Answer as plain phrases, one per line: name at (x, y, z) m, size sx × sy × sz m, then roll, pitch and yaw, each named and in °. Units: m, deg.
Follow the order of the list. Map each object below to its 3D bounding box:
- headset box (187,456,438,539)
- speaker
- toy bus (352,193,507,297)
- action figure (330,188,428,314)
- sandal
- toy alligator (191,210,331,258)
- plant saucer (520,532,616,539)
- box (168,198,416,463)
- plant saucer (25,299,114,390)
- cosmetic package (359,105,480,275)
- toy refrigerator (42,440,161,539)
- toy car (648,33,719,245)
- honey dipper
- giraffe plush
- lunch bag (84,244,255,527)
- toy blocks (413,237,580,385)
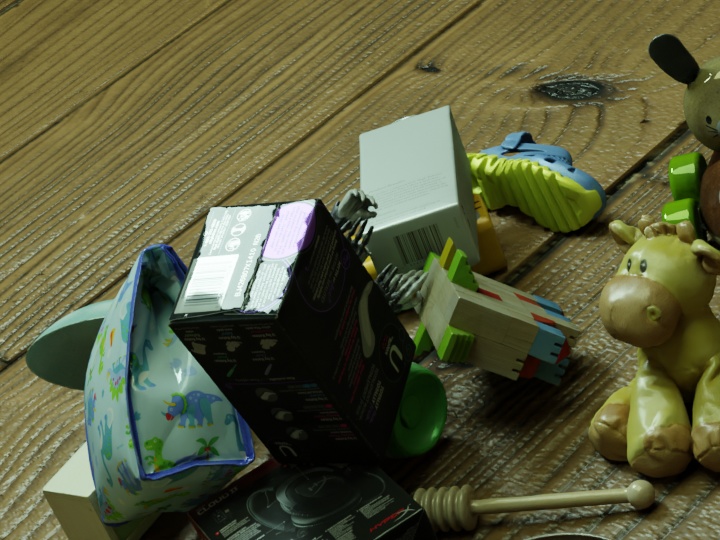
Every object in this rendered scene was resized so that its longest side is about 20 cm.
headset box at (-0.040, 0.218, 1.618) m, size 0.148 × 0.078 × 0.200 m, roll -31°, pitch 28°, yaw -14°
speaker at (-0.020, 0.113, 1.754) m, size 0.199 × 0.089 × 0.088 m, roll 7°, pitch 40°, yaw 43°
toy bus at (0.038, -0.006, 1.949) m, size 0.198 × 0.066 × 0.079 m, roll -22°, pitch 30°, yaw 3°
action figure at (0.000, 0.000, 1.759) m, size 0.102 × 0.119 × 0.200 m, roll -40°, pitch 5°, yaw -5°
sandal at (0.181, -0.097, 1.986) m, size 0.087 × 0.080 × 0.199 m, roll -32°, pitch 31°, yaw -23°
toy alligator at (-0.109, -0.008, 2.079) m, size 0.198 × 0.060 × 0.054 m, roll -24°, pitch -12°, yaw 0°
plant saucer at (0.128, 0.271, 1.447) m, size 0.198 × 0.035 × 0.201 m, roll -19°, pitch 28°, yaw 10°
box at (-0.051, 0.052, 1.593) m, size 0.105 × 0.201 × 0.123 m, roll -4°, pitch 50°, yaw 29°
plant saucer at (-0.221, 0.065, 1.897) m, size 0.199 × 0.201 × 0.039 m, roll -14°, pitch 64°, yaw 17°
cosmetic package at (0.055, -0.071, 1.904) m, size 0.101 × 0.075 × 0.201 m, roll -17°, pitch 29°, yaw 11°
toy refrigerator at (-0.194, 0.167, 1.821) m, size 0.069 × 0.076 × 0.200 m, roll 2°, pitch 37°, yaw 39°
toy car at (0.340, -0.133, 1.792) m, size 0.163 × 0.201 × 0.158 m, roll -12°, pitch 30°, yaw 21°
honey dipper at (0.138, 0.187, 1.583) m, size 0.198 × 0.038 × 0.038 m, roll -6°, pitch 33°, yaw 24°
giraffe plush at (0.255, 0.045, 1.595) m, size 0.171 × 0.163 × 0.201 m, roll -6°, pitch 34°, yaw 30°
lunch bag at (-0.173, 0.098, 1.697) m, size 0.126 × 0.202 × 0.170 m, roll -8°, pitch -18°, yaw -24°
toy blocks at (0.127, 0.051, 1.733) m, size 0.135 × 0.101 × 0.200 m, roll 21°, pitch 10°, yaw -10°
